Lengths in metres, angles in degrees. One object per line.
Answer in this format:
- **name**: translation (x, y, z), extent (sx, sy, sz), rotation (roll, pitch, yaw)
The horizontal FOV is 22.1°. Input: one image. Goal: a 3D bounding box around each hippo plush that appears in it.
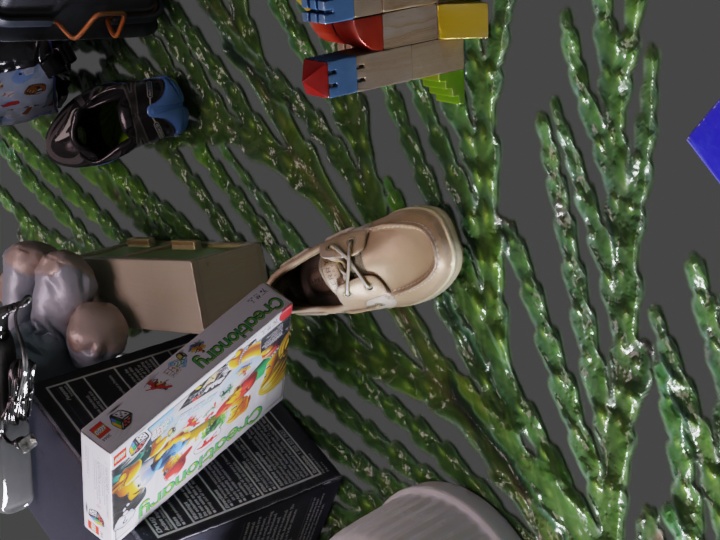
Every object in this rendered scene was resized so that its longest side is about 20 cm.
- **hippo plush**: translation (-0.311, 0.077, 1.612), extent (0.159, 0.161, 0.200), rotation (47, 146, 22)

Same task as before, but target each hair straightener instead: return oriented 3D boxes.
- **hair straightener**: translation (-0.274, 0.113, 1.485), extent (0.077, 0.041, 0.200), rotation (35, 125, 40)

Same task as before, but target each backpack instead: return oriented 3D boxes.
- **backpack**: translation (-0.331, -0.213, 1.636), extent (0.191, 0.154, 0.200), rotation (86, 170, -70)

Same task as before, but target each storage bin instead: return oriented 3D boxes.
- **storage bin**: translation (-0.228, -0.271, 1.487), extent (0.146, 0.200, 0.134), rotation (54, 129, 23)

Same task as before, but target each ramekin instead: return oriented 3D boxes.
- **ramekin**: translation (0.044, 0.271, 1.410), extent (0.200, 0.105, 0.201), rotation (22, 119, 46)

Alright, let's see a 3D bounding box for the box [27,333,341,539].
- **box**: translation (-0.162, 0.173, 1.554), extent (0.200, 0.198, 0.123), rotation (48, 135, 30)

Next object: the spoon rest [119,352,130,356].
- **spoon rest**: translation (-0.244, 0.128, 1.752), extent (0.200, 0.061, 0.100), rotation (-6, 99, 53)

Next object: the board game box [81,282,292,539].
- **board game box**: translation (-0.133, 0.110, 1.422), extent (0.035, 0.200, 0.126), rotation (35, 145, 22)

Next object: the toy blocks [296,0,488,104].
- **toy blocks**: translation (0.003, -0.204, 1.258), extent (0.100, 0.137, 0.200), rotation (17, 116, 47)

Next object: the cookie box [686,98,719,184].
- **cookie box**: translation (0.295, -0.077, 0.991), extent (0.171, 0.075, 0.200), rotation (57, 138, 20)

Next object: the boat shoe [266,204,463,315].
- **boat shoe**: translation (0.000, 0.000, 1.395), extent (0.200, 0.065, 0.072), rotation (-15, 91, 53)

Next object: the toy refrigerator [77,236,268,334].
- **toy refrigerator**: translation (-0.168, 0.009, 1.601), extent (0.200, 0.076, 0.070), rotation (1, 104, 52)

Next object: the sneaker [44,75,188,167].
- **sneaker**: translation (-0.229, -0.130, 1.619), extent (0.199, 0.083, 0.071), rotation (-9, 97, 54)
